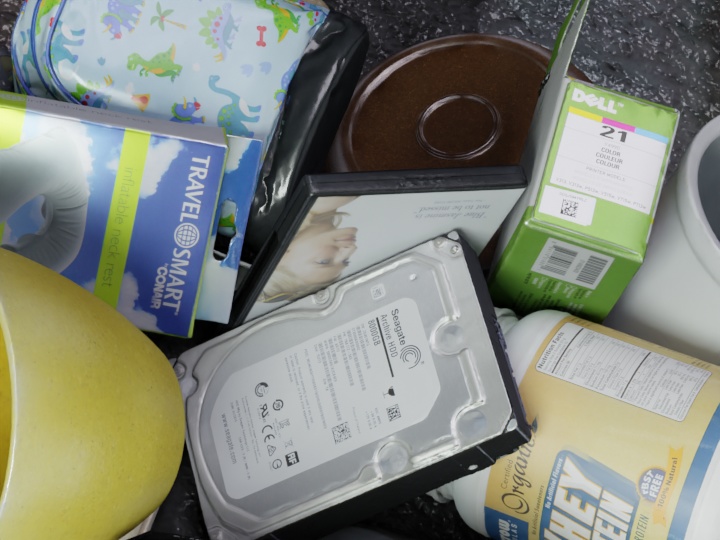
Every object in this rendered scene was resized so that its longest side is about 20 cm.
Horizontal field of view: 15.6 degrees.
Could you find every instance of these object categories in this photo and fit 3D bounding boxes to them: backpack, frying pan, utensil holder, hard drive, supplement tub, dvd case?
[{"bbox_3d":[-0.115,-0.119,1.600,0.200,0.154,0.163,23,83,9],"label":"backpack"},{"bbox_3d":[-0.123,-0.021,1.599,0.190,0.031,0.115,21,2,-34],"label":"frying pan"},{"bbox_3d":[0.238,0.023,1.668,0.170,0.200,0.170,14,49,-16],"label":"utensil holder"},{"bbox_3d":[-0.009,0.077,1.543,0.200,0.038,0.140,-23,59,14],"label":"hard drive"},{"bbox_3d":[0.143,0.108,1.575,0.200,0.145,0.145,19,46,18],"label":"supplement tub"},{"bbox_3d":[0.000,0.000,1.579,0.142,0.200,0.018,-4,60,-25],"label":"dvd case"}]

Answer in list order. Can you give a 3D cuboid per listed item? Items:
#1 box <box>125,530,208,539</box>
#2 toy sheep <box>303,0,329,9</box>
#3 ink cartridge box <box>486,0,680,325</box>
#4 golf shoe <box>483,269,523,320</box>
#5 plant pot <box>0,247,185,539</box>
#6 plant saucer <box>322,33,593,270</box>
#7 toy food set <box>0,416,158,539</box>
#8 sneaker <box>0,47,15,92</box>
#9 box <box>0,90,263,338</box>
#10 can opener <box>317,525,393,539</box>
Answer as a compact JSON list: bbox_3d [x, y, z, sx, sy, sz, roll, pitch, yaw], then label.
[{"bbox_3d":[-0.034,0.183,1.428,0.200,0.160,0.049,9,90,5],"label":"box"},{"bbox_3d":[-0.113,-0.184,1.715,0.200,0.138,0.138,19,49,9],"label":"toy sheep"},{"bbox_3d":[0.144,-0.081,1.604,0.076,0.148,0.200,18,69,-2],"label":"ink cartridge box"},{"bbox_3d":[0.120,-0.025,1.729,0.077,0.088,0.200,26,50,-7],"label":"golf shoe"},{"bbox_3d":[-0.179,0.082,1.402,0.142,0.200,0.200,5,53,-40],"label":"plant pot"},{"bbox_3d":[0.066,-0.086,1.723,0.200,0.032,0.200,-6,52,7],"label":"plant saucer"},{"bbox_3d":[-0.212,0.113,1.503,0.200,0.060,0.144,23,60,-5],"label":"toy food set"},{"bbox_3d":[-0.243,-0.069,1.609,0.081,0.074,0.200,26,51,-10],"label":"sneaker"},{"bbox_3d":[-0.163,-0.034,1.520,0.200,0.122,0.048,10,15,-9],"label":"box"},{"bbox_3d":[0.053,0.186,1.563,0.200,0.053,0.067,10,56,-19],"label":"can opener"}]
